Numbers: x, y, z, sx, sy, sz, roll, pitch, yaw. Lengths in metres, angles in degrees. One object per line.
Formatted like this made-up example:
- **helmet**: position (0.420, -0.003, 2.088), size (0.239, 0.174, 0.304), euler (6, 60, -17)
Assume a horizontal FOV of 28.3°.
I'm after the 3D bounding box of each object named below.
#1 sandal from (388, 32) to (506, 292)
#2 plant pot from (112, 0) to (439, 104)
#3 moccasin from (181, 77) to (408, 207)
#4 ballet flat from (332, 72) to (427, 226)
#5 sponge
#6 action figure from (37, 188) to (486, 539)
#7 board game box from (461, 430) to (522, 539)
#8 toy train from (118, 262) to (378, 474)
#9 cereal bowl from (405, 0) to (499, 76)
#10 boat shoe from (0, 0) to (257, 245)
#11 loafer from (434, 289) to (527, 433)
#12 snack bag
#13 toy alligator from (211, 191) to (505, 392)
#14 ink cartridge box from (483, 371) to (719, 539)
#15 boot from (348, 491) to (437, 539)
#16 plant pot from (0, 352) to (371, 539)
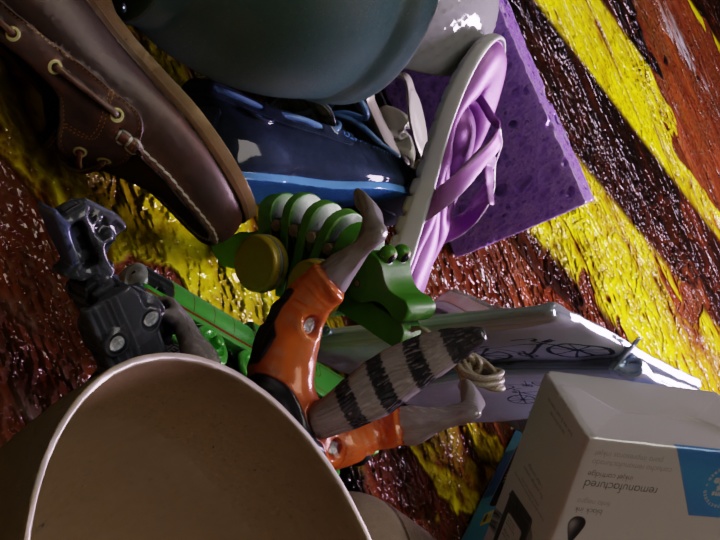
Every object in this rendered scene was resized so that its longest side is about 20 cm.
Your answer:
- **sandal**: position (0.062, -0.046, 0.896), size (0.205, 0.049, 0.082), euler (-69, 164, 7)
- **plant pot**: position (-0.065, -0.184, 0.721), size (0.133, 0.200, 0.202), euler (-6, 72, -35)
- **moccasin**: position (-0.031, -0.076, 0.836), size (0.199, 0.080, 0.069), euler (6, 75, -61)
- **ballet flat**: position (-0.002, -0.129, 0.947), size (0.202, 0.073, 0.073), euler (64, 27, -4)
- **sponge**: position (0.081, -0.121, 1.043), size (0.030, 0.111, 0.202), euler (-23, 90, -61)
- **action figure**: position (-0.053, 0.049, 0.600), size (0.104, 0.193, 0.201), euler (36, -23, 54)
- **board game box**: position (0.143, 0.196, 0.975), size (0.152, 0.047, 0.200), euler (60, 27, -10)
- **toy train**: position (-0.057, 0.052, 0.738), size (0.200, 0.042, 0.057), euler (36, 29, -44)
- **cereal bowl**: position (0.005, -0.210, 0.907), size (0.198, 0.084, 0.201), euler (24, 23, -11)
- **boat shoe**: position (-0.131, -0.084, 0.692), size (0.070, 0.070, 0.201), euler (-46, 111, -21)
- **loafer**: position (0.131, 0.077, 0.948), size (0.199, 0.072, 0.063), euler (39, 57, 12)
- **snack bag**: position (0.079, 0.058, 0.821), size (0.199, 0.187, 0.022), euler (26, 62, -52)
- **toy alligator**: position (0.000, 0.000, 0.729), size (0.059, 0.199, 0.055), euler (-3, 111, -51)
- **ink cartridge box**: position (0.131, 0.163, 0.783), size (0.114, 0.202, 0.067), euler (7, 24, -20)
- **boot**: position (0.010, 0.211, 0.715), size (0.145, 0.070, 0.202), euler (18, 52, -48)
- **plant pot**: position (-0.090, 0.147, 0.497), size (0.200, 0.134, 0.202), euler (41, 35, -38)
